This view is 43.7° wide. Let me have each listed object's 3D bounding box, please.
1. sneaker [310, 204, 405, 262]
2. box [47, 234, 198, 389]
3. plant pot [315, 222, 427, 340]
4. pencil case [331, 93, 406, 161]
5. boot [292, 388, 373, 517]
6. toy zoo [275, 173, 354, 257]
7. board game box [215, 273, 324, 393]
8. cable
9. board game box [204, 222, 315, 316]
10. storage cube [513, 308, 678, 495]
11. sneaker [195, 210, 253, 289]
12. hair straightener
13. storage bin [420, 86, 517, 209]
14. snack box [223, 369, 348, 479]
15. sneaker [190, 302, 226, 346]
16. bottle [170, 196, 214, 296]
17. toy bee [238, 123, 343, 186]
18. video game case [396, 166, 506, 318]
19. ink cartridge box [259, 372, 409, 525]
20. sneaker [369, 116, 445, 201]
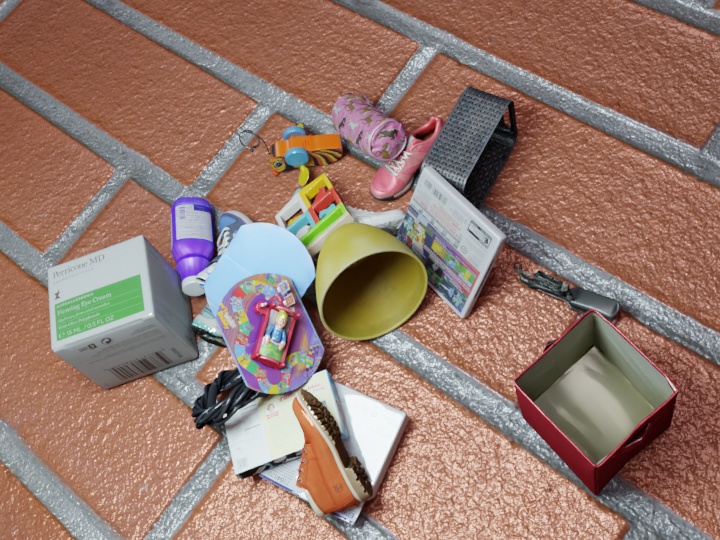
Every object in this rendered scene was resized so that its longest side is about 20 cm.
[{"bbox_3d":[-0.011,-0.090,1.668,0.196,0.078,0.101,-14,58,7],"label":"sneaker"},{"bbox_3d":[-0.428,0.079,1.626,0.196,0.201,0.174,-19,59,6],"label":"box"},{"bbox_3d":[0.000,0.000,1.567,0.198,0.201,0.143,-29,46,-1],"label":"plant pot"},{"bbox_3d":[0.015,-0.273,1.705,0.200,0.082,0.088,48,125,54],"label":"pencil case"},{"bbox_3d":[-0.073,0.292,1.424,0.106,0.075,0.202,-29,87,12],"label":"boot"},{"bbox_3d":[-0.093,-0.105,1.681,0.131,0.020,0.201,-40,36,8],"label":"toy zoo"},{"bbox_3d":[-0.142,0.100,1.477,0.156,0.039,0.203,-25,88,-31],"label":"board game box"},{"bbox_3d":[-0.217,0.200,1.532,0.162,0.051,0.199,-6,25,46],"label":"cable"},{"bbox_3d":[-0.175,0.018,1.571,0.157,0.039,0.202,34,94,4],"label":"board game box"},{"bbox_3d":[0.356,0.201,1.366,0.170,0.180,0.200,-40,60,-7],"label":"storage cube"},{"bbox_3d":[-0.252,-0.026,1.661,0.145,0.081,0.201,-14,56,-39],"label":"sneaker"},{"bbox_3d":[0.344,0.028,1.511,0.198,0.077,0.041,29,76,25],"label":"hair straightener"},{"bbox_3d":[0.199,-0.213,1.633,0.093,0.136,0.202,22,72,23],"label":"storage bin"},{"bbox_3d":[-0.128,0.258,1.506,0.197,0.037,0.118,-22,61,7],"label":"snack box"},{"bbox_3d":[-0.212,0.099,1.630,0.197,0.078,0.087,18,67,22],"label":"sneaker"},{"bbox_3d":[-0.321,-0.047,1.718,0.082,0.066,0.203,2,54,-18],"label":"bottle"},{"bbox_3d":[-0.138,-0.234,1.769,0.197,0.109,0.133,19,60,-4],"label":"toy bee"},{"bbox_3d":[0.150,-0.049,1.559,0.023,0.184,0.200,-18,52,-39],"label":"video game case"},{"bbox_3d":[-0.044,0.296,1.507,0.197,0.041,0.202,21,73,24],"label":"ink cartridge box"},{"bbox_3d":[0.087,-0.219,1.695,0.200,0.087,0.074,-43,61,-7],"label":"sneaker"}]
